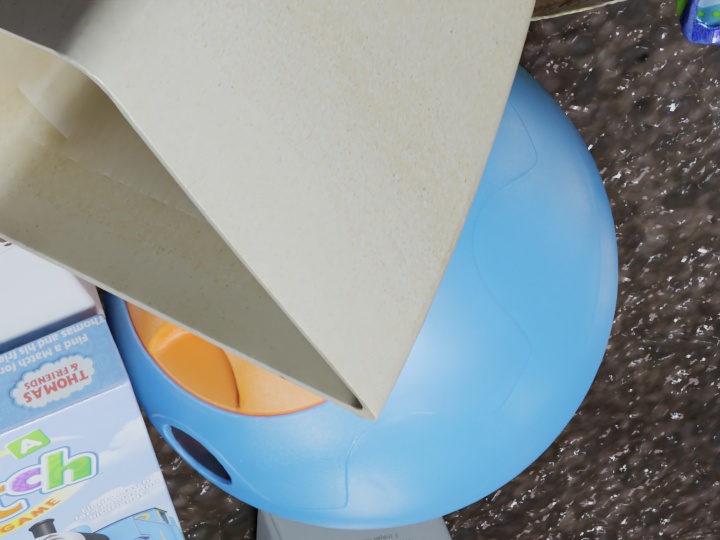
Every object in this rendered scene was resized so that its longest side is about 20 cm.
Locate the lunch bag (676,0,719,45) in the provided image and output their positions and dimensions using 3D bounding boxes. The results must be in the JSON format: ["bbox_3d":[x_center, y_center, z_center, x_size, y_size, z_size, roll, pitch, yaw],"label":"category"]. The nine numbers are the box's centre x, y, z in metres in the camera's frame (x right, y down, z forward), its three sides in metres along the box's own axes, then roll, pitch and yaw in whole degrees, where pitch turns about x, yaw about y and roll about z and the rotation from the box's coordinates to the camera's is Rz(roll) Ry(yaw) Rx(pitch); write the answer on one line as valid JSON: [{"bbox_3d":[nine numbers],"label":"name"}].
[{"bbox_3d":[0.175,-0.184,0.957,0.127,0.170,0.200,14,138,-13],"label":"lunch bag"}]

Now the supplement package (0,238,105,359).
[{"bbox_3d":[-0.195,-0.051,1.072,0.120,0.121,0.200,-27,140,4],"label":"supplement package"}]

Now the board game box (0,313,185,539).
[{"bbox_3d":[-0.149,0.101,1.163,0.151,0.037,0.200,-22,152,-6],"label":"board game box"}]

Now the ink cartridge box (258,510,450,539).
[{"bbox_3d":[0.016,0.215,1.391,0.085,0.200,0.148,-11,138,-17],"label":"ink cartridge box"}]

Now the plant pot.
[{"bbox_3d":[-0.055,-0.104,0.912,0.177,0.200,0.200,-55,142,-13],"label":"plant pot"}]

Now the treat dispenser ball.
[{"bbox_3d":[0.000,0.000,1.166,0.200,0.201,0.201,-15,138,-13],"label":"treat dispenser ball"}]

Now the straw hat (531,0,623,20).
[{"bbox_3d":[0.100,-0.161,1.114,0.201,0.201,0.085,-19,103,-8],"label":"straw hat"}]
